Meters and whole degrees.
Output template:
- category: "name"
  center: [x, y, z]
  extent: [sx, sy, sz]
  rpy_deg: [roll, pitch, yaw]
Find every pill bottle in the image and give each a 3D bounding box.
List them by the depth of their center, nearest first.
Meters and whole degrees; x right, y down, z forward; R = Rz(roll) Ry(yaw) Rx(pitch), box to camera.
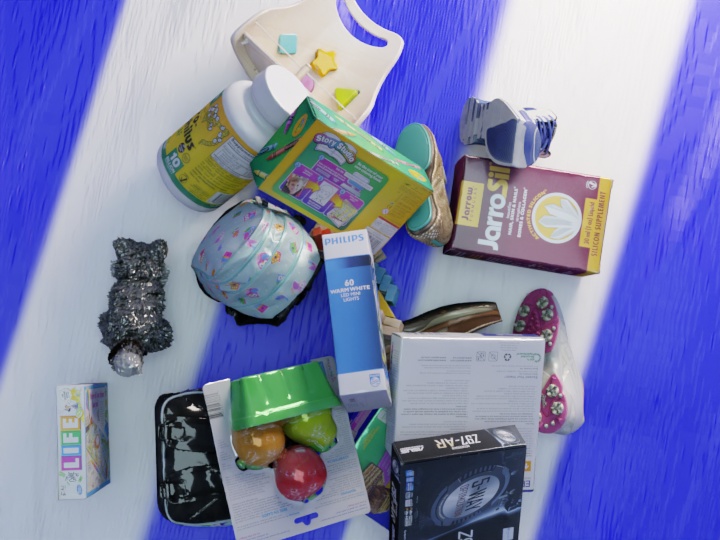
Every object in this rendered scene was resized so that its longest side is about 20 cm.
- category: "pill bottle"
  center: [-0.157, -0.170, 1.697]
  extent: [0.200, 0.113, 0.113]
  rpy_deg: [-35, 88, 30]

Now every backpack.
- category: "backpack"
  center: [-0.133, -0.011, 1.679]
  extent: [0.126, 0.200, 0.167]
  rpy_deg: [32, 88, -24]
- category: "backpack"
  center: [-0.160, 0.235, 1.692]
  extent: [0.199, 0.151, 0.178]
  rpy_deg: [-2, 85, -11]

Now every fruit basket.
- category: "fruit basket"
  center: [-0.090, 0.217, 1.609]
  extent: [0.185, 0.094, 0.200]
  rpy_deg: [-12, 91, -30]

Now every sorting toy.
- category: "sorting toy"
  center: [-0.042, -0.285, 1.767]
  extent: [0.200, 0.107, 0.180]
  rpy_deg: [44, 78, 1]

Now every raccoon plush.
- category: "raccoon plush"
  center: [-0.274, 0.039, 1.685]
  extent: [0.097, 0.200, 0.134]
  rpy_deg: [1, 107, -20]

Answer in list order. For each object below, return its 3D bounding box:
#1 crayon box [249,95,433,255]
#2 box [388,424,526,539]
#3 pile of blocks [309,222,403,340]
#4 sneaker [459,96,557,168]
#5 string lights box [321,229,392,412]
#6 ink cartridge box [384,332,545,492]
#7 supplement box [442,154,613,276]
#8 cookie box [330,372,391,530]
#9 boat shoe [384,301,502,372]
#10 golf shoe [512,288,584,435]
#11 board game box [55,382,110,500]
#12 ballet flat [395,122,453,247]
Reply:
- category: "crayon box"
  center: [-0.022, -0.115, 1.659]
  extent: [0.200, 0.058, 0.119]
  rpy_deg: [30, 114, -32]
- category: "box"
  center: [0.117, 0.292, 1.641]
  extent: [0.160, 0.044, 0.200]
  rpy_deg: [-6, 120, -13]
- category: "pile of blocks"
  center: [0.000, 0.000, 1.729]
  extent: [0.082, 0.062, 0.200]
  rpy_deg: [-35, 68, -3]
- category: "sneaker"
  center: [0.212, -0.184, 1.732]
  extent: [0.115, 0.199, 0.081]
  rpy_deg: [4, 104, -15]
- category: "string lights box"
  center: [-0.005, 0.062, 1.621]
  extent: [0.059, 0.103, 0.200]
  rpy_deg: [-8, 73, 3]
- category: "ink cartridge box"
  center: [0.130, 0.178, 1.674]
  extent: [0.196, 0.043, 0.201]
  rpy_deg: [2, 96, -18]
- category: "supplement box"
  center: [0.219, -0.071, 1.759]
  extent: [0.199, 0.103, 0.131]
  rpy_deg: [8, 87, -2]
- category: "cookie box"
  center: [0.070, 0.256, 1.721]
  extent: [0.200, 0.075, 0.171]
  rpy_deg: [36, 84, -17]
- category: "boat shoe"
  center: [0.091, 0.094, 1.761]
  extent: [0.200, 0.076, 0.074]
  rpy_deg: [-17, 94, 5]
- category: "golf shoe"
  center: [0.254, 0.125, 1.772]
  extent: [0.075, 0.091, 0.200]
  rpy_deg: [-17, 65, 35]
- category: "board game box"
  center: [-0.344, 0.208, 1.661]
  extent: [0.034, 0.200, 0.135]
  rpy_deg: [-2, 86, -3]
- category: "ballet flat"
  center: [0.085, -0.107, 1.756]
  extent: [0.070, 0.065, 0.200]
  rpy_deg: [-25, 45, 27]
